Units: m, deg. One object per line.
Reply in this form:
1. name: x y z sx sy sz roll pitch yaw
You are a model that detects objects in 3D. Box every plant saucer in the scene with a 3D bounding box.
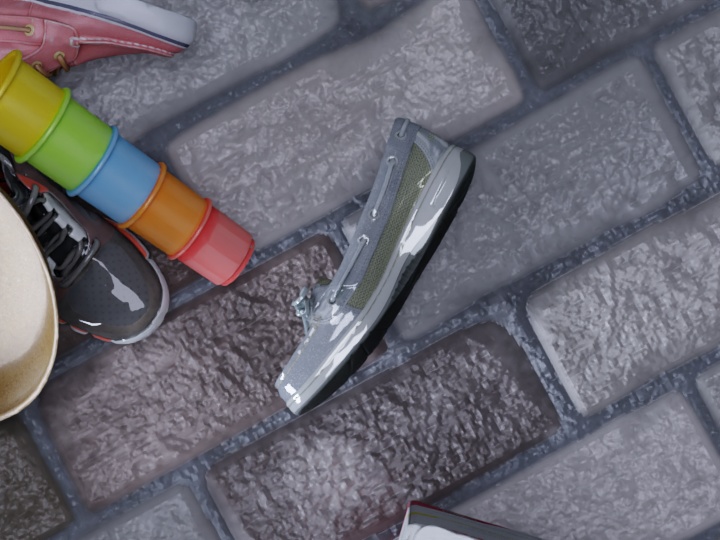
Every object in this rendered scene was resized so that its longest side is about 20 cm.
1. plant saucer: -0.266 0.001 1.527 0.199 0.035 0.201 13 120 24

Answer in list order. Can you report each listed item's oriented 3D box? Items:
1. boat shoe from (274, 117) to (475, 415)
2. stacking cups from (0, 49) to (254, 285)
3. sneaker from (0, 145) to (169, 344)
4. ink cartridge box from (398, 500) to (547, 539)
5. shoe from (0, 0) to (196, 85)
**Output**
1. boat shoe: 0.000 -0.001 1.543 0.065 0.074 0.203 31 85 8
2. stacking cups: -0.155 -0.062 1.531 0.200 0.060 0.061 35 89 -23
3. sneaker: -0.210 -0.025 1.542 0.200 0.082 0.077 39 90 3
4. ink cartridge box: 0.085 0.205 1.466 0.144 0.200 0.084 17 89 3
5. shoe: -0.209 -0.143 1.555 0.199 0.071 0.092 13 90 7
